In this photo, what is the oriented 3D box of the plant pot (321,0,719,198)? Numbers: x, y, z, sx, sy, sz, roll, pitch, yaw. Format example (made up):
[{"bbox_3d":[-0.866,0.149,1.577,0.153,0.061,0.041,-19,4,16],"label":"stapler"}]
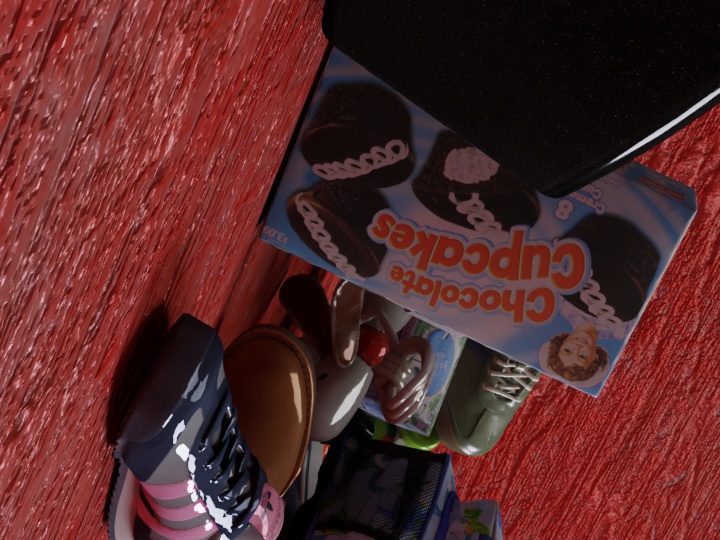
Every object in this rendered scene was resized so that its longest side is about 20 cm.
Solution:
[{"bbox_3d":[0.095,-0.155,0.650,0.178,0.199,0.200,-54,-177,36],"label":"plant pot"}]

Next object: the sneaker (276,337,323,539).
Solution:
[{"bbox_3d":[-0.070,0.143,1.105,0.079,0.079,0.202,120,-27,-64],"label":"sneaker"}]

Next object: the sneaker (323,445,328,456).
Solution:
[{"bbox_3d":[-0.047,0.129,1.247,0.201,0.073,0.077,-62,177,-39],"label":"sneaker"}]

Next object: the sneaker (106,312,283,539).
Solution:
[{"bbox_3d":[-0.068,0.088,0.681,0.070,0.082,0.200,-62,175,-29],"label":"sneaker"}]

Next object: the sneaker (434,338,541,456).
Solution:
[{"bbox_3d":[0.114,0.043,1.061,0.090,0.067,0.202,17,-90,62],"label":"sneaker"}]

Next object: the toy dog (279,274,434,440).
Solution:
[{"bbox_3d":[0.000,0.000,0.939,0.132,0.096,0.201,-24,-144,55],"label":"toy dog"}]

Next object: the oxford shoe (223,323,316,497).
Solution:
[{"bbox_3d":[-0.082,0.123,0.816,0.201,0.071,0.071,-65,172,19],"label":"oxford shoe"}]

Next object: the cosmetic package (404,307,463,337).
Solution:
[{"bbox_3d":[0.087,-0.065,0.871,0.082,0.050,0.201,-16,-125,52],"label":"cosmetic package"}]

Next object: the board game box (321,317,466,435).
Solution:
[{"bbox_3d":[0.042,0.011,1.081,0.200,0.061,0.201,6,-107,65],"label":"board game box"}]

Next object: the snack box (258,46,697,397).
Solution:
[{"bbox_3d":[0.059,-0.029,0.762,0.037,0.199,0.117,-60,174,-66],"label":"snack box"}]

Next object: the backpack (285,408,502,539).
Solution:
[{"bbox_3d":[0.012,0.230,0.950,0.200,0.146,0.184,-60,158,-45],"label":"backpack"}]

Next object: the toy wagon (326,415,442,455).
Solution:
[{"bbox_3d":[0.020,0.096,1.181,0.155,0.039,0.201,-41,-147,53],"label":"toy wagon"}]
